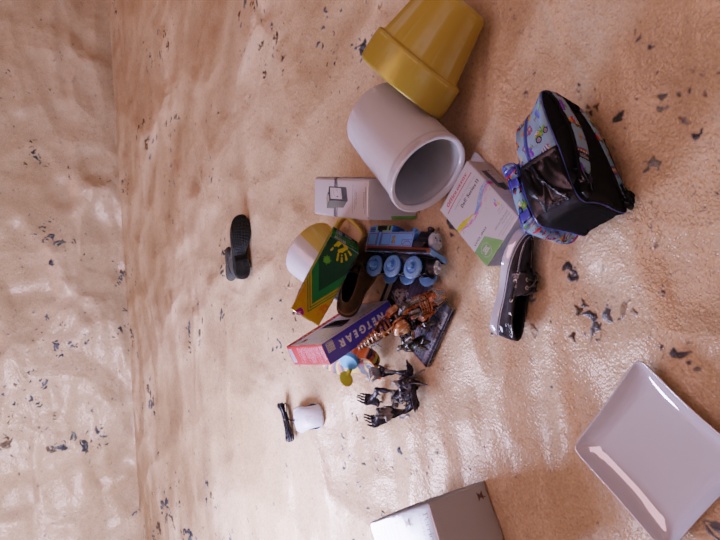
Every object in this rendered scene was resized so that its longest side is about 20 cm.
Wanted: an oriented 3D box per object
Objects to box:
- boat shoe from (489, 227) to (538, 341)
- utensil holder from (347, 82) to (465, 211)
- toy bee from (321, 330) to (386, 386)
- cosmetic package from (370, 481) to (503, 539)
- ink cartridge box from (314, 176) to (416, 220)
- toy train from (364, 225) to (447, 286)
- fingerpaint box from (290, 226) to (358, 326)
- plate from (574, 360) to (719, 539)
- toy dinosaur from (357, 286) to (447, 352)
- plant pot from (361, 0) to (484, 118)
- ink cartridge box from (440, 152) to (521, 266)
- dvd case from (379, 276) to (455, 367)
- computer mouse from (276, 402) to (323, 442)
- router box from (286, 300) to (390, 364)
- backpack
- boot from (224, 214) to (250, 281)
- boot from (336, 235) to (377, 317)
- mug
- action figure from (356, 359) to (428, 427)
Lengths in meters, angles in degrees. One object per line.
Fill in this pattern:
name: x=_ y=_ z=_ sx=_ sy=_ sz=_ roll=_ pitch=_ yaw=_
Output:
boat shoe: x=0.281 y=0.030 z=1.127 sx=0.065 sy=0.069 sz=0.206 roll=27 pitch=114 yaw=39
utensil holder: x=0.083 y=-0.247 z=1.256 sx=0.202 sy=0.166 sz=0.172 roll=55 pitch=132 yaw=34
toy bee: x=-0.002 y=0.213 z=1.465 sx=0.198 sy=0.131 sz=0.110 roll=-3 pitch=130 yaw=55
cosmetic package: x=0.153 y=0.533 z=1.241 sx=0.199 sy=0.163 sz=0.172 roll=-39 pitch=62 yaw=44
ink cartridge box: x=0.009 y=-0.160 z=1.400 sx=0.197 sy=0.142 sz=0.087 roll=13 pitch=104 yaw=51
toy train: x=0.091 y=-0.035 z=1.341 sx=0.196 sy=0.086 sz=0.118 roll=3 pitch=76 yaw=44
fingerpaint box: x=-0.071 y=0.007 z=1.358 sx=0.170 sy=0.072 sz=0.200 roll=-60 pitch=5 yaw=7
plate: x=0.443 y=0.273 z=0.958 sx=0.201 sy=0.032 sz=0.204 roll=50 pitch=130 yaw=38
toy dinosaur: x=0.084 y=0.098 z=1.295 sx=0.193 sy=0.136 sz=0.105 roll=-10 pitch=64 yaw=10
plant pot: x=0.131 y=-0.426 z=1.207 sx=0.190 sy=0.198 sz=0.202 roll=-52 pitch=52 yaw=19
ink cartridge box: x=0.224 y=-0.119 z=1.188 sx=0.202 sy=0.066 sz=0.119 roll=55 pitch=132 yaw=35
dvd case: x=0.115 y=0.085 z=1.383 sx=0.200 sy=0.016 sz=0.152 roll=47 pitch=127 yaw=39
computer mouse: x=-0.167 y=0.404 z=1.744 sx=0.198 sy=0.043 sz=0.113 roll=-28 pitch=70 yaw=50
router box: x=-0.043 y=0.140 z=1.429 sx=0.178 sy=0.197 sz=0.050 roll=-14 pitch=104 yaw=57
backpack: x=0.306 y=-0.164 z=0.990 sx=0.133 sy=0.179 sz=0.206 roll=-33 pitch=64 yaw=40
boot: x=-0.396 y=-0.069 z=1.998 sx=0.129 sy=0.066 sz=0.208 roll=2 pitch=92 yaw=57
boot: x=0.000 y=0.000 z=1.419 sx=0.076 sy=0.071 sz=0.204 roll=90 pitch=-162 yaw=-61
mug: x=-0.074 y=-0.023 z=1.526 sx=0.153 sy=0.147 sz=0.191 roll=42 pitch=131 yaw=32
action figure: x=0.063 y=0.272 z=1.396 sx=0.200 sy=0.099 sz=0.122 roll=-48 pitch=46 yaw=44
